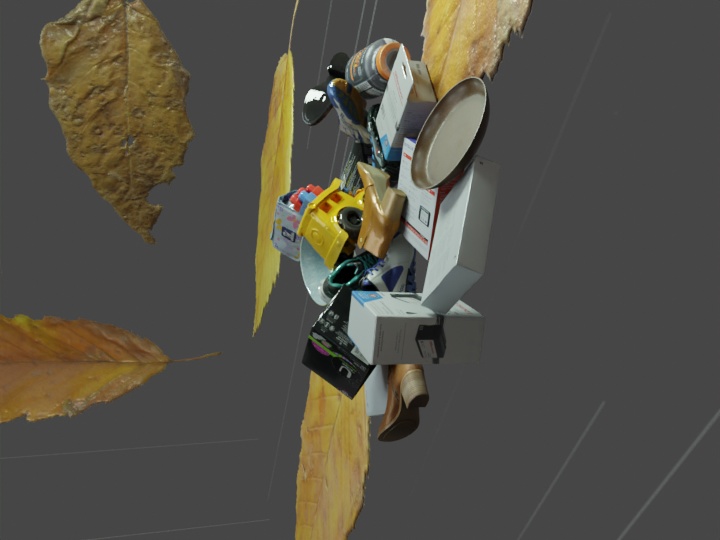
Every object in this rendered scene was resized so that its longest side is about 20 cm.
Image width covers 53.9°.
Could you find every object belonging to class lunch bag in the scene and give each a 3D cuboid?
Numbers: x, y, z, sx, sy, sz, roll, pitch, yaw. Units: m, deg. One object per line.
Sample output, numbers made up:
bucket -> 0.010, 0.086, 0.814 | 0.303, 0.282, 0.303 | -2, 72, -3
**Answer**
lunch bag -> -0.143, -0.117, 1.936 | 0.129, 0.194, 0.172 | -96, 18, -46

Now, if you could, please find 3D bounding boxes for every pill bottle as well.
pill bottle -> 0.042, -0.431, 1.510 | 0.199, 0.103, 0.110 | -162, 73, -71

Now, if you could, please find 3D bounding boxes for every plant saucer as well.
plant saucer -> 0.152, -0.221, 1.174 | 0.201, 0.032, 0.203 | -48, 28, 35

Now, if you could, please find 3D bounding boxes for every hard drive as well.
hard drive -> 0.050, 0.259, 1.614 | 0.200, 0.026, 0.136 | 140, 128, -69

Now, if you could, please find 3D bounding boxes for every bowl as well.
bowl -> -0.070, -0.018, 1.844 | 0.199, 0.105, 0.206 | 30, 125, 55

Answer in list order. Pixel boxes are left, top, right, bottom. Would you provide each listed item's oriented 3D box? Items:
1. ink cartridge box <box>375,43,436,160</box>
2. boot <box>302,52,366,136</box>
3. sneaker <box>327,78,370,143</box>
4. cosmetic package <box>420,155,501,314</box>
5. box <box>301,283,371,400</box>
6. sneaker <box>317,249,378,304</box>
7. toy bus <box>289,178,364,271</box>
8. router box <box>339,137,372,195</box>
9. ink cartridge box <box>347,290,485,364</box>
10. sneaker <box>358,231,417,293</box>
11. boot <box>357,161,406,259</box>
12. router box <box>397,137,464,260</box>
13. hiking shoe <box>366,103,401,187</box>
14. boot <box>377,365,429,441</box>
ink cartridge box -> 0.094, -0.330, 1.403 | 0.202, 0.065, 0.118 | 112, 152, -52
boot -> -0.059, -0.381, 1.672 | 0.201, 0.067, 0.193 | 59, -130, -66
sneaker -> -0.027, -0.344, 1.581 | 0.086, 0.200, 0.077 | -1, 60, 37
cosmetic package -> 0.158, -0.054, 1.118 | 0.151, 0.050, 0.204 | 119, 168, -61
box -> -0.026, 0.155, 1.490 | 0.125, 0.147, 0.201 | -51, -8, -28
sneaker -> 0.000, 0.000, 1.519 | 0.078, 0.198, 0.091 | 52, 163, 10
toy bus -> -0.054, -0.132, 1.572 | 0.191, 0.200, 0.137 | 40, 141, 9
router box -> -0.001, -0.220, 1.734 | 0.201, 0.050, 0.153 | 117, 150, -56
ink cartridge box -> 0.091, 0.095, 1.195 | 0.145, 0.194, 0.086 | -142, 56, -68
sneaker -> 0.054, -0.004, 1.455 | 0.080, 0.112, 0.206 | 146, 122, -68
boot -> 0.020, -0.124, 1.444 | 0.202, 0.069, 0.147 | 53, 126, 52
router box -> 0.124, -0.139, 1.335 | 0.200, 0.047, 0.185 | -126, 39, -62
hiking shoe -> 0.044, -0.269, 1.551 | 0.087, 0.072, 0.205 | 124, 142, -59
boot -> 0.072, 0.243, 1.456 | 0.203, 0.074, 0.158 | 110, 153, -42
